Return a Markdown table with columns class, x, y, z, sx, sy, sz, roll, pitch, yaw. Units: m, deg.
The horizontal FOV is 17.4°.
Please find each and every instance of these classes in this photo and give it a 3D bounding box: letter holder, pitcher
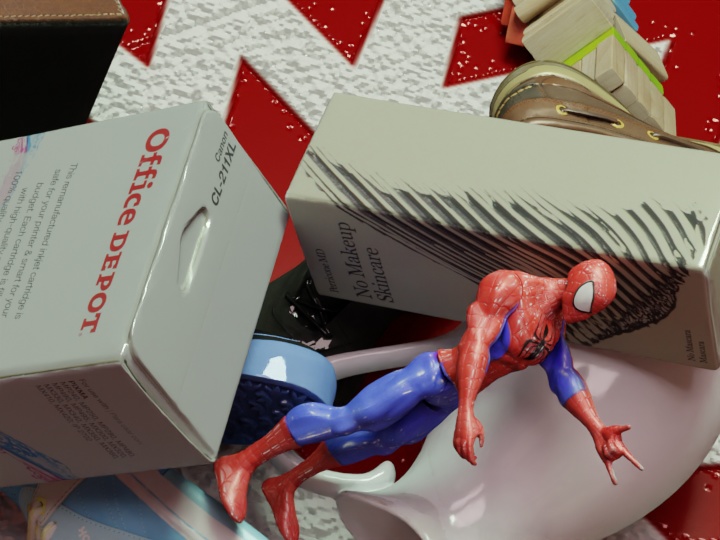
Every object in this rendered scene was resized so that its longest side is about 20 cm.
| class | x | y | z | sx | sy | sz | roll | pitch | yaw |
| --- | --- | --- | --- | --- | --- | --- | --- | --- | --- |
| letter holder | -0.243 | -0.140 | 1.197 | 0.199 | 0.101 | 0.142 | -5 | 53 | -32 |
| pitcher | 0.068 | 0.066 | 1.120 | 0.172 | 0.121 | 0.200 | 42 | 71 | 14 |

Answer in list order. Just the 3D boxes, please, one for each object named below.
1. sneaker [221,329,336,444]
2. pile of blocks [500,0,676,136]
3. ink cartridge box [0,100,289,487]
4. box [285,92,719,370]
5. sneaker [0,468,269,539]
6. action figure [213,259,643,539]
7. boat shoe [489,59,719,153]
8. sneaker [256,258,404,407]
| class | x | y | z | sx | sy | sz | roll | pitch | yaw |
| --- | --- | --- | --- | --- | --- | --- | --- | --- | --- |
| sneaker | -0.094 | 0.031 | 1.116 | 0.199 | 0.070 | 0.078 | 4 | 56 | 28 |
| pile of blocks | 0.117 | -0.128 | 1.300 | 0.062 | 0.082 | 0.200 | -34 | 45 | 22 |
| ink cartridge box | -0.147 | 0.017 | 1.054 | 0.199 | 0.083 | 0.146 | -8 | 48 | 29 |
| box | 0.073 | -0.019 | 1.065 | 0.199 | 0.082 | 0.069 | 9 | 56 | 22 |
| sneaker | -0.131 | 0.143 | 1.068 | 0.200 | 0.080 | 0.131 | 31 | 63 | 21 |
| action figure | 0.038 | 0.073 | 1.017 | 0.200 | 0.065 | 0.099 | -37 | 55 | 19 |
| boat shoe | 0.155 | -0.035 | 1.202 | 0.200 | 0.072 | 0.068 | 28 | 23 | -7 |
| sneaker | 0.000 | 0.000 | 1.172 | 0.076 | 0.091 | 0.200 | 41 | 63 | 18 |
